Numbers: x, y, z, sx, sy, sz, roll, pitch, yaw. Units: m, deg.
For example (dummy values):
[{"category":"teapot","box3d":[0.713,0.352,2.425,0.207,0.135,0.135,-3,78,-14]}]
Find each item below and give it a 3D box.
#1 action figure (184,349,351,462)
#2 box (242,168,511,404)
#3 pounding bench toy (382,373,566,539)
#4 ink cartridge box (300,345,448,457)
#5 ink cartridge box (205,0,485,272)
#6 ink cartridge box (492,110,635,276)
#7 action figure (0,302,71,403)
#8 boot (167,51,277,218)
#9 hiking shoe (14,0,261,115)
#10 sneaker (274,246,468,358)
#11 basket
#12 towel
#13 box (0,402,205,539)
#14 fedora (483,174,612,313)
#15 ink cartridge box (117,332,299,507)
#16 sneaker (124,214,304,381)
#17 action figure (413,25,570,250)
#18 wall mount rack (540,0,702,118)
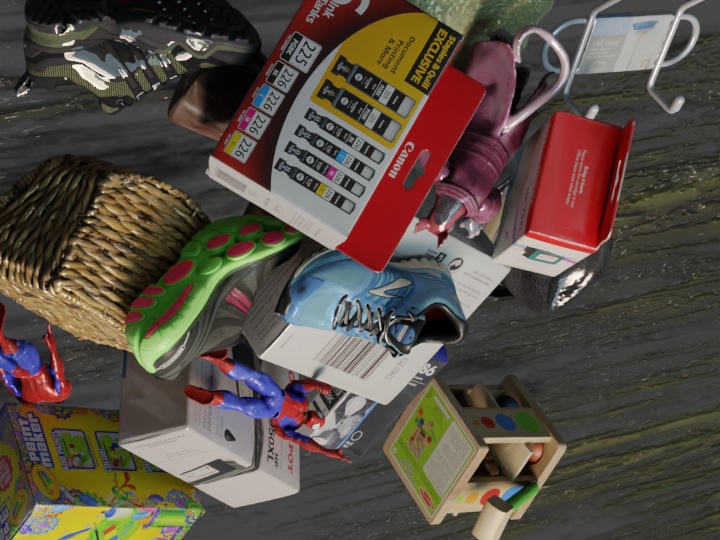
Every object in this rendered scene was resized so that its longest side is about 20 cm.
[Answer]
[{"category":"action figure","box3d":[-0.069,0.127,1.522,0.200,0.099,0.066,32,73,-58]},{"category":"box","box3d":[0.000,0.000,1.575,0.200,0.131,0.199,-49,139,16]},{"category":"pounding bench toy","box3d":[0.155,0.230,1.868,0.155,0.200,0.125,5,127,-38]},{"category":"ink cartridge box","box3d":[0.023,0.120,1.790,0.099,0.039,0.200,20,116,-45]},{"category":"ink cartridge box","box3d":[-0.004,-0.126,1.350,0.201,0.175,0.084,-60,-176,-10]},{"category":"ink cartridge box","box3d":[0.182,-0.071,1.469,0.067,0.117,0.200,14,169,-5]},{"category":"action figure","box3d":[-0.312,0.082,1.492,0.065,0.052,0.200,-8,152,9]},{"category":"boot","box3d":[-0.113,-0.106,1.440,0.200,0.064,0.187,26,102,-49]},{"category":"hiking shoe","box3d":[-0.181,-0.178,1.320,0.199,0.076,0.101,2,135,-24]},{"category":"sneaker","box3d":[0.018,0.032,1.446,0.199,0.090,0.079,1,128,-34]},{"category":"basket","box3d":[-0.233,-0.021,1.444,0.200,0.149,0.143,38,70,-50]},{"category":"towel","box3d":[0.077,-0.220,1.482,0.199,0.037,0.149,7,125,-40]},{"category":"box","box3d":[-0.296,0.242,1.596,0.192,0.122,0.200,9,134,-42]},{"category":"fedora","box3d":[0.204,-0.026,1.724,0.200,0.092,0.201,-19,138,-18]},{"category":"ink cartridge box","box3d":[-0.143,0.129,1.582,0.084,0.145,0.200,-15,149,25]},{"category":"sneaker","box3d":[-0.128,0.021,1.422,0.200,0.077,0.084,-41,140,-29]},{"category":"action figure","box3d":[0.114,-0.105,1.460,0.134,0.149,0.201,35,69,-28]},{"category":"wall mount rack","box3d":[0.282,-0.231,1.585,0.199,0.075,0.174,-8,134,-30]}]
